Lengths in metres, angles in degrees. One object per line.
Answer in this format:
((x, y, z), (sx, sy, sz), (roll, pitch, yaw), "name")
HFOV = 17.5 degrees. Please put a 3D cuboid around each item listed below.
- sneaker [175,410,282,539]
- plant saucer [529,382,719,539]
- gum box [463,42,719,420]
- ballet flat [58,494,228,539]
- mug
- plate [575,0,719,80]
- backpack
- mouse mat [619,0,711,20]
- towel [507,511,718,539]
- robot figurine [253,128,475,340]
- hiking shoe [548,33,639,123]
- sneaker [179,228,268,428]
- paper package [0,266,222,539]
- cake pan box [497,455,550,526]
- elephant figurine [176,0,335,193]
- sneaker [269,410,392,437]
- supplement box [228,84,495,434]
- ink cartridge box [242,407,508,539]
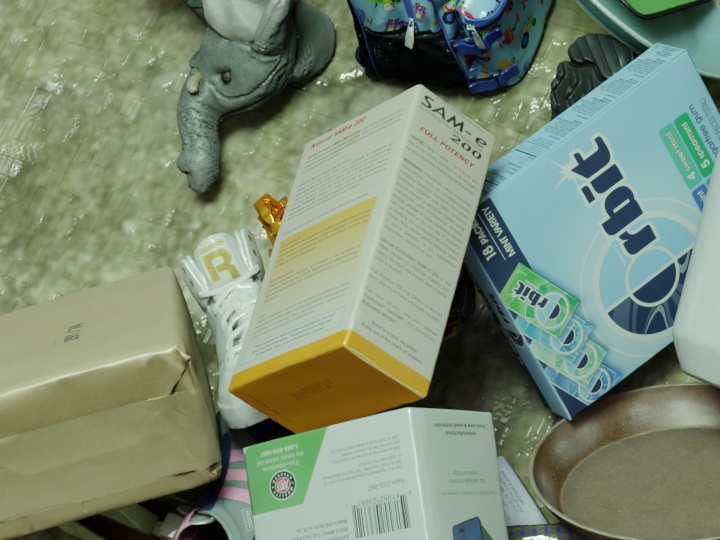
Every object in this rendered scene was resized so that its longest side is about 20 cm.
((-0.089, 0.158, 1.583), (0.082, 0.070, 0.200), (2, 35, -19), "sneaker")
((0.210, 0.135, 1.522), (0.199, 0.035, 0.200), (-6, 25, 3), "plant saucer")
((0.172, -0.027, 1.579), (0.200, 0.170, 0.045), (-36, 22, -11), "gum box")
((-0.144, 0.184, 1.637), (0.199, 0.062, 0.068), (16, 69, 23), "ballet flat")
((0.288, 0.016, 1.510), (0.186, 0.149, 0.154), (23, 90, 46), "mug")
((0.192, -0.202, 1.674), (0.026, 0.200, 0.200), (-49, 56, 27), "plate")
((0.060, -0.248, 1.713), (0.134, 0.200, 0.183), (13, 68, 22), "backpack")
((0.165, -0.260, 1.682), (0.008, 0.161, 0.200), (-45, 79, 29), "mouse mat")
((0.146, 0.223, 1.497), (0.199, 0.023, 0.144), (-3, 61, 10), "towel")
((0.000, 0.000, 1.626), (0.145, 0.058, 0.200), (-45, 45, 16), "robot figurine")
((0.152, -0.068, 1.668), (0.200, 0.087, 0.074), (-56, 46, 12), "hiking shoe")
((-0.086, 0.034, 1.601), (0.073, 0.200, 0.116), (-26, 102, -2), "sneaker")
((-0.198, 0.091, 1.604), (0.190, 0.104, 0.200), (-15, 17, -1), "paper package")
((0.072, 0.252, 1.546), (0.184, 0.052, 0.200), (-32, 60, 2), "cake pan box")
((-0.087, -0.186, 1.785), (0.141, 0.155, 0.200), (-11, 64, -39), "elephant figurine")
((-0.011, 0.133, 1.588), (0.200, 0.070, 0.078), (7, 65, 52), "sneaker")
((0.003, -0.004, 1.496), (0.126, 0.073, 0.201), (-23, 42, 48), "supplement box")
((0.016, 0.197, 1.458), (0.145, 0.087, 0.201), (-17, 75, 37), "ink cartridge box")
